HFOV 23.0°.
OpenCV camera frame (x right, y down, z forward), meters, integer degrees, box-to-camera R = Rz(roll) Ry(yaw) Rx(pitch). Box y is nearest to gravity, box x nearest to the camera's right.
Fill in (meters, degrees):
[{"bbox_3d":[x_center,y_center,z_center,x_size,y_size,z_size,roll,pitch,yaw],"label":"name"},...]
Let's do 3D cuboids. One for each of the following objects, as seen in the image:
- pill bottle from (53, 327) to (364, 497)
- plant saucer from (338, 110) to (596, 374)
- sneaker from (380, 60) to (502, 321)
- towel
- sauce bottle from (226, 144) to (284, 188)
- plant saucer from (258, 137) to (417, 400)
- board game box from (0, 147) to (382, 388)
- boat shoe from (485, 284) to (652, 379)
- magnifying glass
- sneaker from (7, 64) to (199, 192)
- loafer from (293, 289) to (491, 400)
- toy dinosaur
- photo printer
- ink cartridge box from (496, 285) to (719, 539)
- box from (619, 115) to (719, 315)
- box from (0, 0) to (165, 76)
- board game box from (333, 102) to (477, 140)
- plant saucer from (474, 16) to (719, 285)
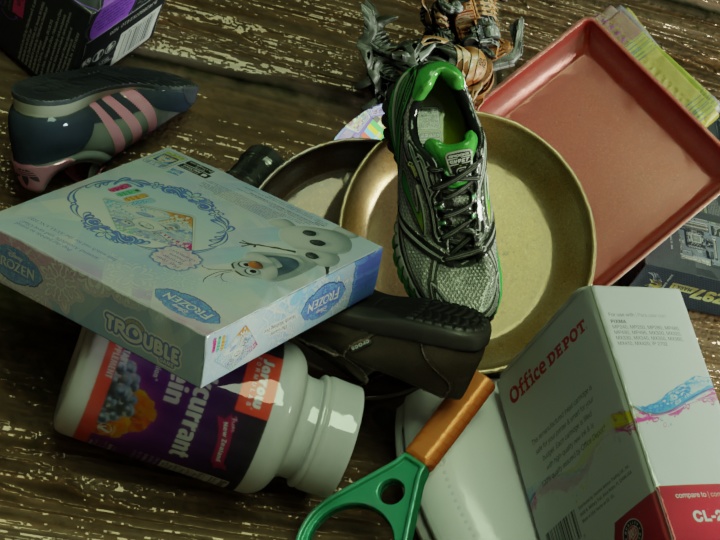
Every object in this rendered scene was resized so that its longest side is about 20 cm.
[{"bbox_3d":[-0.103,0.089,1.232,0.199,0.112,0.112,19,49,-11],"label":"pill bottle"},{"bbox_3d":[0.078,-0.020,1.338,0.199,0.035,0.202,2,80,-9],"label":"plant saucer"},{"bbox_3d":[0.059,-0.055,1.279,0.077,0.085,0.201,-12,83,-10],"label":"sneaker"},{"bbox_3d":[0.203,-0.132,1.552,0.200,0.023,0.144,-38,72,-10],"label":"towel"},{"bbox_3d":[-0.123,-0.027,1.347,0.066,0.066,0.200,37,46,5],"label":"sauce bottle"},{"bbox_3d":[0.000,0.000,1.356,0.199,0.034,0.202,2,80,-9],"label":"plant saucer"},{"bbox_3d":[-0.122,-0.009,1.205,0.199,0.044,0.199,25,29,27],"label":"board game box"},{"bbox_3d":[0.167,0.053,1.407,0.199,0.072,0.068,-8,82,-35],"label":"boat shoe"},{"bbox_3d":[0.027,0.152,1.249,0.079,0.022,0.200,30,70,28],"label":"magnifying glass"},{"bbox_3d":[-0.203,-0.113,1.382,0.070,0.083,0.200,19,21,30],"label":"sneaker"},{"bbox_3d":[-0.006,0.050,1.264,0.199,0.072,0.073,13,19,25],"label":"loafer"},{"bbox_3d":[0.068,-0.178,1.498,0.135,0.103,0.201,7,49,9],"label":"toy dinosaur"},{"bbox_3d":[0.125,0.158,1.317,0.199,0.070,0.167,0,56,-26],"label":"photo printer"},{"bbox_3d":[0.182,0.130,1.221,0.082,0.146,0.201,2,58,-26],"label":"ink cartridge box"},{"bbox_3d":[0.303,-0.056,1.579,0.157,0.051,0.201,12,51,-17],"label":"box"},{"bbox_3d":[-0.263,-0.257,1.426,0.200,0.106,0.122,41,49,8],"label":"box"},{"bbox_3d":[0.065,-0.050,1.417,0.157,0.039,0.201,-3,77,-15],"label":"board game box"},{"bbox_3d":[0.186,-0.087,1.505,0.200,0.037,0.200,-38,71,-11],"label":"plant saucer"}]
